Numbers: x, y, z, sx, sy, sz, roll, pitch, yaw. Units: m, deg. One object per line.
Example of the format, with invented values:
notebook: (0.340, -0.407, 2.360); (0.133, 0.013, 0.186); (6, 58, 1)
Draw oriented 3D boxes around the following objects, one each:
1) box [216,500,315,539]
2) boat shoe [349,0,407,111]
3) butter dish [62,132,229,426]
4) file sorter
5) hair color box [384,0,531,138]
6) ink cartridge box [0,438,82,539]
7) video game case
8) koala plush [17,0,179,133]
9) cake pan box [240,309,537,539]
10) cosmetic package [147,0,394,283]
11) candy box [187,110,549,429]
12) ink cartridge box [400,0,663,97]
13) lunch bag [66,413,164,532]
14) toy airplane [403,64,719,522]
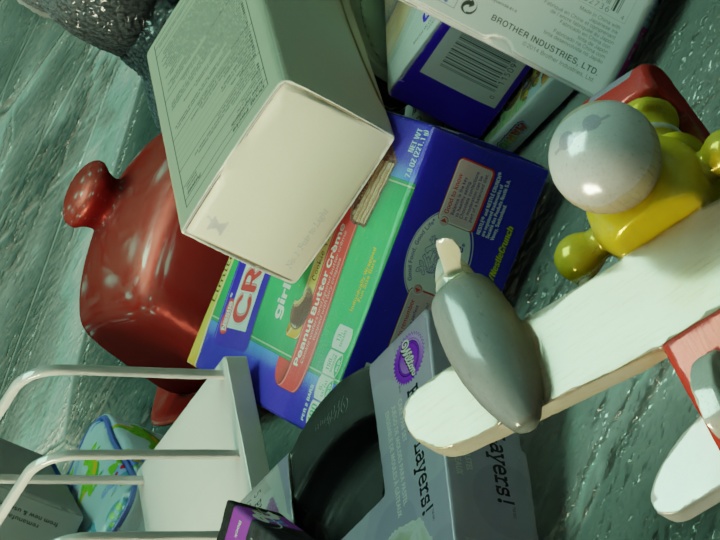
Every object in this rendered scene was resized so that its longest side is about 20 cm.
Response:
box: (-0.030, 0.202, 1.298); (0.200, 0.036, 0.144); (29, 103, 63)
boat shoe: (0.014, -0.134, 1.645); (0.061, 0.072, 0.201); (-54, 13, 25)
butter dish: (-0.113, -0.020, 1.772); (0.200, 0.147, 0.200); (-16, 53, 65)
file sorter: (-0.121, 0.164, 1.488); (0.139, 0.124, 0.201); (-52, 44, 51)
hair color box: (0.063, -0.178, 1.576); (0.109, 0.065, 0.200); (-54, 20, 31)
ink cartridge box: (-0.248, 0.203, 1.710); (0.201, 0.086, 0.146); (-67, 16, 5)
video game case: (0.078, -0.114, 1.580); (0.200, 0.018, 0.144); (-46, 26, 44)
koala plush: (-0.141, -0.185, 1.966); (0.177, 0.199, 0.185); (-8, 59, 67)
cake pan box: (0.012, 0.143, 1.340); (0.184, 0.052, 0.201); (-45, 39, 41)
cosmetic package: (-0.051, -0.094, 1.533); (0.104, 0.073, 0.200); (-54, 26, 22)
candy box: (0.000, 0.000, 1.525); (0.200, 0.077, 0.170); (22, 91, 67)
ink cartridge box: (0.116, -0.197, 1.432); (0.201, 0.119, 0.042); (-63, -11, 8)
lunch bag: (-0.156, 0.194, 1.720); (0.201, 0.082, 0.161); (-64, 20, 8)
toy airplane: (0.122, -0.005, 1.140); (0.199, 0.141, 0.200); (9, 59, 50)
